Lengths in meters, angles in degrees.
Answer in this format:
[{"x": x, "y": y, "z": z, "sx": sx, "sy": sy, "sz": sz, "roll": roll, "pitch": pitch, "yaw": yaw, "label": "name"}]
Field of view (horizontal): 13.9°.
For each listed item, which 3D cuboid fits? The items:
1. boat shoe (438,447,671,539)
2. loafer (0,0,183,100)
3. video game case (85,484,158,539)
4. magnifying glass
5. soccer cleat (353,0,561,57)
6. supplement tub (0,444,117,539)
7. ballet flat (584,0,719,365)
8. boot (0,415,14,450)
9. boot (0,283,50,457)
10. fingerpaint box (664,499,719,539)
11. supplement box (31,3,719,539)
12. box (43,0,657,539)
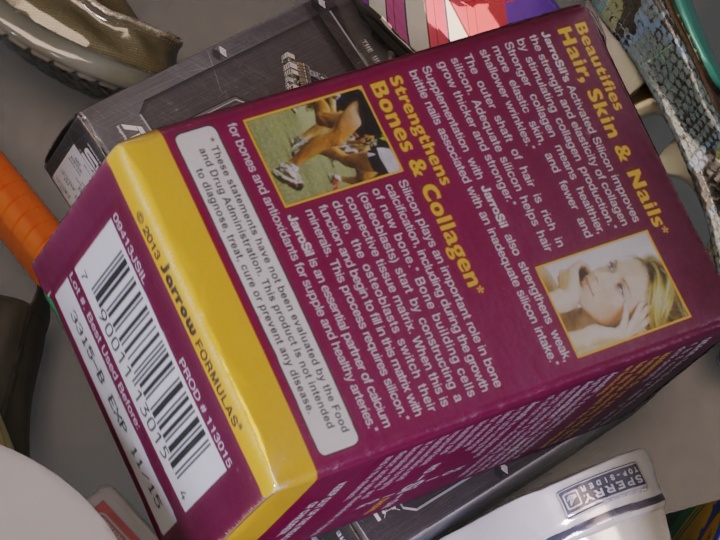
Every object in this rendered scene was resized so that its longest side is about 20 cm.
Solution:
[{"x": 0.070, "y": 0.114, "z": 1.052, "sx": 0.072, "sy": 0.200, "sz": 0.066, "roll": -20, "pitch": 81, "yaw": -21, "label": "boat shoe"}, {"x": -0.145, "y": -0.136, "z": 1.157, "sx": 0.200, "sy": 0.075, "sz": 0.070, "roll": 36, "pitch": 88, "yaw": 6, "label": "loafer"}, {"x": -0.123, "y": 0.194, "z": 1.104, "sx": 0.200, "sy": 0.017, "sz": 0.143, "roll": -41, "pitch": 70, "yaw": -14, "label": "video game case"}, {"x": -0.101, "y": 0.014, "z": 1.100, "sx": 0.022, "sy": 0.080, "sz": 0.200, "roll": -26, "pitch": 62, "yaw": -25, "label": "magnifying glass"}, {"x": 0.019, "y": -0.142, "z": 1.116, "sx": 0.200, "sy": 0.073, "sz": 0.068, "roll": 49, "pitch": 48, "yaw": 3, "label": "soccer cleat"}, {"x": -0.162, "y": 0.163, "z": 0.984, "sx": 0.140, "sy": 0.200, "sz": 0.141, "roll": 16, "pitch": 39, "yaw": -14, "label": "supplement tub"}, {"x": 0.121, "y": -0.052, "z": 1.145, "sx": 0.074, "sy": 0.074, "sz": 0.201, "roll": -25, "pitch": 79, "yaw": -3, "label": "ballet flat"}, {"x": -0.185, "y": -0.003, "z": 1.048, "sx": 0.072, "sy": 0.156, "sz": 0.201, "roll": -23, "pitch": 54, "yaw": -4, "label": "boot"}, {"x": -0.213, "y": 0.073, "z": 1.140, "sx": 0.199, "sy": 0.078, "sz": 0.139, "roll": 0, "pitch": 62, "yaw": 10, "label": "boot"}, {"x": 0.112, "y": 0.186, "z": 1.053, "sx": 0.073, "sy": 0.167, "sz": 0.201, "roll": 24, "pitch": 83, "yaw": 0, "label": "fingerpaint box"}, {"x": 0.009, "y": 0.006, "z": 1.022, "sx": 0.199, "sy": 0.103, "sz": 0.131, "roll": -17, "pitch": 74, "yaw": -29, "label": "supplement box"}, {"x": 0.000, "y": 0.000, "z": 1.112, "sx": 0.158, "sy": 0.048, "sz": 0.200, "roll": -29, "pitch": 80, "yaw": -33, "label": "box"}]
